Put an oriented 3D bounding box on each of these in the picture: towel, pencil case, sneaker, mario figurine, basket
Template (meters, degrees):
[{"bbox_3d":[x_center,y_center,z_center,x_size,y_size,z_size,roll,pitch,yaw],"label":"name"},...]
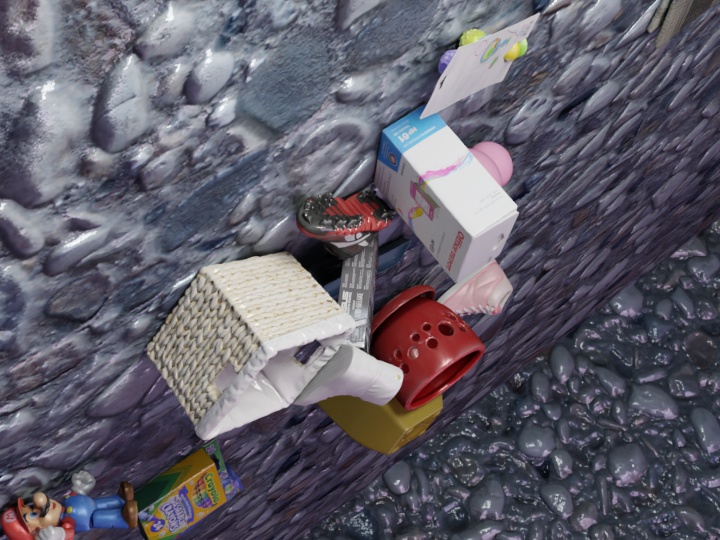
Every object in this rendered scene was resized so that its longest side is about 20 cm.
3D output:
[{"bbox_3d":[0.564,-0.479,1.762,0.192,0.035,0.200,-38,160,-16],"label":"towel"},{"bbox_3d":[-0.331,0.457,2.113,0.199,0.087,0.078,-34,121,-20],"label":"pencil case"},{"bbox_3d":[-0.033,-0.058,1.490,0.098,0.071,0.200,-51,161,25],"label":"sneaker"},{"bbox_3d":[-0.441,0.359,1.614,0.198,0.107,0.123,-7,170,-21],"label":"mario figurine"},{"bbox_3d":[-0.151,0.096,1.476,0.199,0.161,0.198,-13,148,-53],"label":"basket"},{"bbox_3d":[0.241,0.073,2.301,0.200,0.105,0.075,-40,164,4],"label":"sneaker"},{"bbox_3d":[-0.021,0.173,1.572,0.115,0.074,0.200,25,152,-26],"label":"sneaker"}]

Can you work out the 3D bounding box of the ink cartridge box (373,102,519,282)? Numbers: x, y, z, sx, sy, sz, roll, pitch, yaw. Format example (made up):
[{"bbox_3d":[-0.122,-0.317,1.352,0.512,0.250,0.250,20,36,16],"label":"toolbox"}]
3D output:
[{"bbox_3d":[0.113,-0.103,1.461,0.084,0.200,0.145,-33,161,-18],"label":"ink cartridge box"}]

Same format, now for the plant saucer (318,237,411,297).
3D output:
[{"bbox_3d":[0.000,0.000,1.783,0.199,0.019,0.070,-29,159,-34],"label":"plant saucer"}]

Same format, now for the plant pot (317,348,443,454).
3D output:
[{"bbox_3d":[0.057,0.259,2.221,0.194,0.200,0.196,-26,157,-37],"label":"plant pot"}]

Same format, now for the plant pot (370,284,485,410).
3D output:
[{"bbox_3d":[0.113,0.146,2.087,0.200,0.183,0.201,-36,162,-14],"label":"plant pot"}]

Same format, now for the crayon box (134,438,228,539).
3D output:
[{"bbox_3d":[-0.330,0.421,2.005,0.199,0.052,0.126,-33,138,-23],"label":"crayon box"}]

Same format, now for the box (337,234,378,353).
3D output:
[{"bbox_3d":[-0.005,0.047,1.626,0.049,0.202,0.158,5,159,4],"label":"box"}]

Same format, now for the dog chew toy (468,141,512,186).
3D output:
[{"bbox_3d":[0.160,-0.130,1.640,0.200,0.124,0.125,-39,164,-29],"label":"dog chew toy"}]

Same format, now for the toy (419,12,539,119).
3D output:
[{"bbox_3d":[0.144,-0.274,1.370,0.199,0.047,0.115,-28,155,-43],"label":"toy"}]
